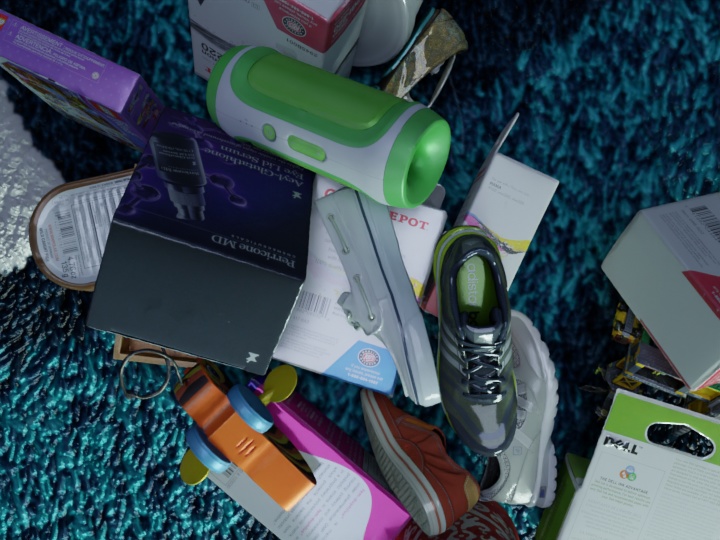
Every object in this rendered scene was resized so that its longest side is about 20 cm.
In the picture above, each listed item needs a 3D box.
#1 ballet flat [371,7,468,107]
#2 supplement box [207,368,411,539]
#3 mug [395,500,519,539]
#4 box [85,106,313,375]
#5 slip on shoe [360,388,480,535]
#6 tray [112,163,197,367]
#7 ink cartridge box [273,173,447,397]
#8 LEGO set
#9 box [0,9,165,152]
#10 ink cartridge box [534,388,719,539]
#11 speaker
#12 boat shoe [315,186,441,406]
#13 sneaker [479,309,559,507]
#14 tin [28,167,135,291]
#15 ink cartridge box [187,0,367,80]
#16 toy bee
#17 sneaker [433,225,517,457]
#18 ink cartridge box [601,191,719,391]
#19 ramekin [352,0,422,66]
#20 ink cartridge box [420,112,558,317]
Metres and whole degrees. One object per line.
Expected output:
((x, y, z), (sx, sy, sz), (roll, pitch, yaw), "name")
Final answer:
((0.035, -0.174, 0.777), (0.071, 0.071, 0.200), (41, 91, 2), "ballet flat")
((-0.055, 0.203, 0.758), (0.200, 0.103, 0.101), (40, 90, 3), "supplement box")
((0.109, 0.312, 0.703), (0.133, 0.200, 0.178), (-32, 89, 1), "mug")
((-0.124, -0.030, 0.638), (0.147, 0.201, 0.105), (17, 123, -14), "box")
((0.049, 0.169, 0.719), (0.061, 0.200, 0.075), (-19, 114, -14), "slip on shoe")
((-0.194, -0.004, 0.797), (0.098, 0.037, 0.202), (6, 89, 2), "tray")
((0.000, 0.000, 0.744), (0.128, 0.125, 0.201), (18, 90, 1), "ink cartridge box")
((0.324, 0.093, 0.760), (0.199, 0.116, 0.155), (15, 61, -2), "LEGO set")
((-0.247, -0.161, 0.716), (0.136, 0.200, 0.039), (26, 85, 2), "box")
((0.274, 0.214, 0.740), (0.147, 0.076, 0.201), (17, 102, 2), "ink cartridge box")
((-0.029, -0.121, 0.627), (0.199, 0.088, 0.089), (26, 91, 24), "speaker")
((0.013, 0.022, 0.651), (0.066, 0.074, 0.201), (-17, 77, 4), "boat shoe")
((0.148, 0.140, 0.759), (0.081, 0.075, 0.202), (-4, 90, -7), "sneaker")
((-0.231, -0.043, 0.763), (0.199, 0.042, 0.113), (-13, 94, 2), "tin")
((-0.079, -0.229, 0.704), (0.145, 0.200, 0.085), (31, 71, 2), "ink cartridge box")
((-0.116, 0.116, 0.673), (0.130, 0.109, 0.201), (-23, 113, -7), "toy bee")
((0.097, 0.063, 0.648), (0.073, 0.081, 0.202), (-9, 94, 4), "sneaker")
((0.347, 0.006, 0.689), (0.199, 0.084, 0.146), (-12, 55, -24), "ink cartridge box")
((-0.020, -0.299, 0.715), (0.202, 0.202, 0.095), (32, 70, 2), "ramekin")
((0.129, -0.041, 0.744), (0.067, 0.116, 0.201), (25, 92, 1), "ink cartridge box")
